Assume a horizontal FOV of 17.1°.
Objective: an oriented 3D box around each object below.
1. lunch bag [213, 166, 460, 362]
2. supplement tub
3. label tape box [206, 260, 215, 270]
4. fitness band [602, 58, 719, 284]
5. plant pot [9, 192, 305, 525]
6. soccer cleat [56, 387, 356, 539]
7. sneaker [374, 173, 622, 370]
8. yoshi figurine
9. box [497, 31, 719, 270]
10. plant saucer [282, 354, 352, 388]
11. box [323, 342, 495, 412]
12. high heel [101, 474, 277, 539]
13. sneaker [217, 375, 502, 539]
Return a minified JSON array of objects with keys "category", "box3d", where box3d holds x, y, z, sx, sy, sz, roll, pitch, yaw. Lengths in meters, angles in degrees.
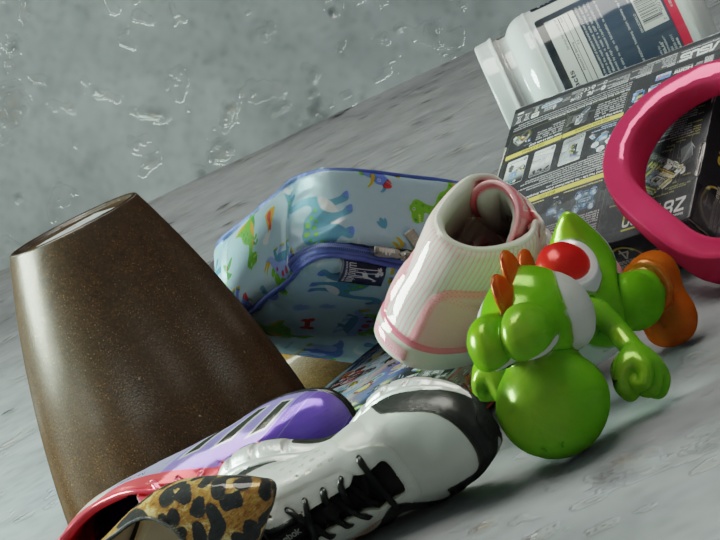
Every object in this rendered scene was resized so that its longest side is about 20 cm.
[{"category":"lunch bag","box3d":[0.000,0.000,1.609,0.160,0.083,0.200,8,-22,-25]},{"category":"supplement tub","box3d":[0.215,-0.184,2.119,0.199,0.141,0.140,-25,9,6]},{"category":"label tape box","box3d":[-0.139,0.055,1.859,0.199,0.064,0.144,-31,-10,-23]},{"category":"fitness band","box3d":[0.231,-0.068,1.483,0.144,0.037,0.200,-46,35,2]},{"category":"plant pot","box3d":[-0.142,0.059,1.555,0.186,0.201,0.187,-25,9,4]},{"category":"soccer cleat","box3d":[-0.089,0.130,1.396,0.199,0.069,0.073,-27,-6,22]},{"category":"sneaker","box3d":[0.101,-0.007,1.436,0.199,0.075,0.105,-12,-46,-42]},{"category":"yoshi figurine","box3d":[0.115,0.048,1.307,0.113,0.112,0.200,-58,-17,22]},{"category":"box","box3d":[0.172,-0.064,1.622,0.199,0.049,0.162,-19,42,43]},{"category":"plant saucer","box3d":[-0.061,0.073,1.773,0.199,0.036,0.200,-25,9,4]},{"category":"box","box3d":[0.029,0.077,1.485,0.136,0.040,0.200,-19,11,35]},{"category":"high heel","box3d":[-0.134,0.179,1.246,0.200,0.072,0.142,-37,-1,32]},{"category":"sneaker","box3d":[-0.008,0.121,1.290,0.199,0.074,0.080,-27,18,35]}]
